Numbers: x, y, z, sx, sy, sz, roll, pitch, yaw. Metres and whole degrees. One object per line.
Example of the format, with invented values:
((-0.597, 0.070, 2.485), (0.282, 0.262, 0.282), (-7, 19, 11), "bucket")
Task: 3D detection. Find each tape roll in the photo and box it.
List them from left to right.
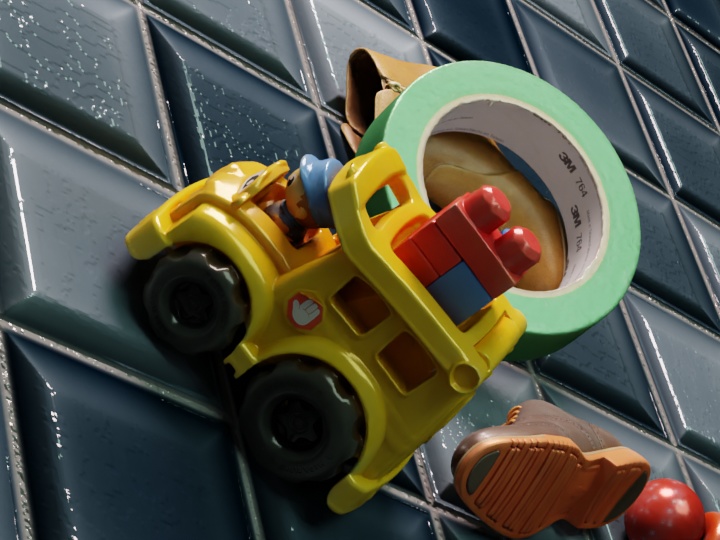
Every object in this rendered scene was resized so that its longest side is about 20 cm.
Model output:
((0.091, -0.041, 1.523), (0.199, 0.048, 0.201), (14, 59, -24), "tape roll")

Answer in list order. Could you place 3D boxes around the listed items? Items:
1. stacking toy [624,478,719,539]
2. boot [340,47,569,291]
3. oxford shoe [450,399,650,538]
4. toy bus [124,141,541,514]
((0.258, 0.210, 1.541), (0.200, 0.085, 0.086), (36, 29, -17), "stacking toy")
((0.058, -0.059, 1.583), (0.144, 0.071, 0.202), (13, 47, -39), "boot")
((0.104, 0.119, 1.429), (0.073, 0.071, 0.200), (43, 14, 31), "oxford shoe")
((0.000, 0.000, 1.254), (0.200, 0.192, 0.136), (50, 27, 0), "toy bus")
